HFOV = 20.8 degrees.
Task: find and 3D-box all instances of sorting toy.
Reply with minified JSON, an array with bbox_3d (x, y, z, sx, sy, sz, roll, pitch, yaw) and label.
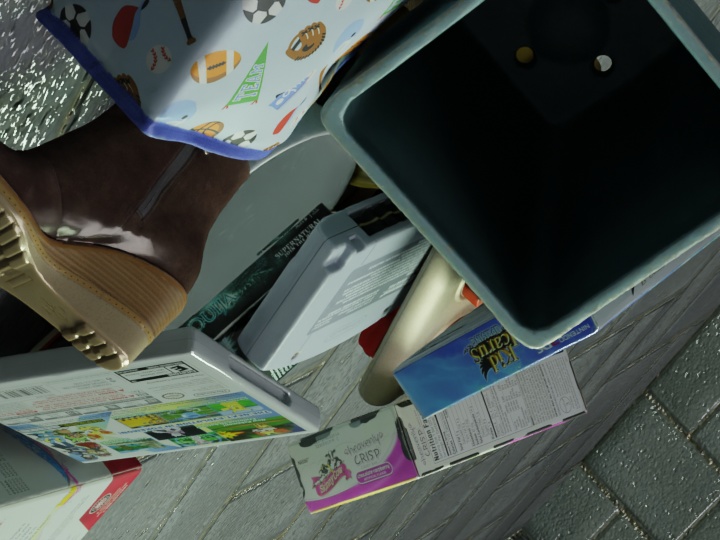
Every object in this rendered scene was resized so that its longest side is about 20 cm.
[{"bbox_3d":[0.102,0.014,1.477,0.200,0.036,0.185,-25,152,-43],"label":"sorting toy"}]

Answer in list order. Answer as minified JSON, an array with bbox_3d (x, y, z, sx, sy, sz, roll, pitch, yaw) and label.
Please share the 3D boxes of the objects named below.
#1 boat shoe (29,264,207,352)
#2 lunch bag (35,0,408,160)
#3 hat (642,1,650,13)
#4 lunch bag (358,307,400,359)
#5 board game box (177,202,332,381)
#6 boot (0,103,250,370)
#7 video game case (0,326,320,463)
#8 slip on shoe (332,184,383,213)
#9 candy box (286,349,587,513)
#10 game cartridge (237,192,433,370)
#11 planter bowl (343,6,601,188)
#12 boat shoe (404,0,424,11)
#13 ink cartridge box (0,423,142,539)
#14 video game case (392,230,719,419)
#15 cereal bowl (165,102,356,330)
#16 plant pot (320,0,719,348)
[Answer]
[{"bbox_3d":[-0.178,0.053,1.420,0.200,0.063,0.071,-43,167,7],"label":"boat shoe"},{"bbox_3d":[-0.050,-0.154,1.068,0.170,0.124,0.200,-48,156,15],"label":"lunch bag"},{"bbox_3d":[0.157,-0.261,1.290,0.081,0.201,0.201,6,149,-10],"label":"hat"},{"bbox_3d":[0.071,0.012,1.586,0.176,0.082,0.200,-36,158,-24],"label":"lunch bag"},{"bbox_3d":[-0.060,0.032,1.401,0.135,0.028,0.200,-42,165,-7],"label":"board game box"},{"bbox_3d":[-0.158,-0.061,1.103,0.072,0.200,0.167,-11,-139,42],"label":"boot"},{"bbox_3d":[-0.156,0.088,1.344,0.200,0.022,0.182,-10,155,24],"label":"video game case"},{"bbox_3d":[0.001,-0.067,1.520,0.076,0.061,0.200,-42,170,1],"label":"slip on shoe"},{"bbox_3d":[0.062,0.125,1.537,0.200,0.061,0.136,-15,173,-42],"label":"candy box"},{"bbox_3d":[0.000,0.000,1.349,0.200,0.040,0.133,-24,151,-54],"label":"game cartridge"},{"bbox_3d":[0.059,-0.142,1.359,0.200,0.084,0.200,-20,-156,9],"label":"planter bowl"},{"bbox_3d":[0.088,-0.245,1.246,0.200,0.072,0.072,-47,165,21],"label":"boat shoe"},{"bbox_3d":[-0.280,0.181,1.472,0.146,0.083,0.200,-47,164,19],"label":"ink cartridge box"},{"bbox_3d":[0.142,0.014,1.328,0.181,0.045,0.200,-36,-178,-38],"label":"video game case"},{"bbox_3d":[-0.100,-0.048,1.297,0.200,0.083,0.200,-38,164,-13],"label":"cereal bowl"},{"bbox_3d":[0.121,-0.115,1.172,0.196,0.196,0.200,-36,-164,22],"label":"plant pot"}]
